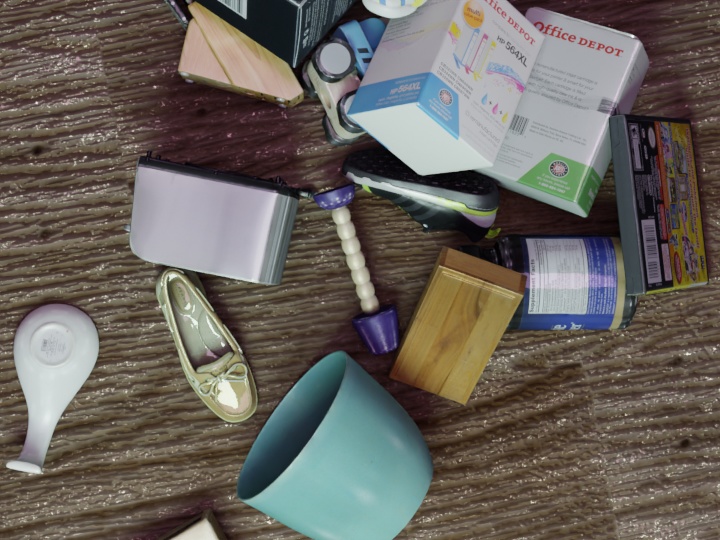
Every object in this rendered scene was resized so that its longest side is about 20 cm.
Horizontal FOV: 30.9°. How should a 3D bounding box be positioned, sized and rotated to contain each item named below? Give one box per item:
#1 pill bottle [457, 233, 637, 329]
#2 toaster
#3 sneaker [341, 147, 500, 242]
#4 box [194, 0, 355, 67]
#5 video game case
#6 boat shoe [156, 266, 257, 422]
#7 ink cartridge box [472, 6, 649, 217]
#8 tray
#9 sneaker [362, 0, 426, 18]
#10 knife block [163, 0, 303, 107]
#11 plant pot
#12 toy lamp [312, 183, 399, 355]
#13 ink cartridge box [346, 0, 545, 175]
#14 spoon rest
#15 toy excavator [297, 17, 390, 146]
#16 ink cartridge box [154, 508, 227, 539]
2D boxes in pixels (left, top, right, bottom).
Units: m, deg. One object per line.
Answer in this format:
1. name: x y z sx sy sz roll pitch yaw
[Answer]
1. pill bottle: 0.213 0.013 1.514 0.199 0.112 0.112 0 89 -2
2. toaster: -0.156 -0.057 1.469 0.199 0.181 0.119 11 92 -1
3. sneaker: 0.068 -0.080 1.529 0.199 0.072 0.083 18 126 15
4. box: -0.089 -0.370 1.440 0.200 0.124 0.197 35 67 10
5. video game case: 0.345 -0.077 1.501 0.025 0.180 0.201 -7 89 38
6. boat shoe: -0.180 0.088 1.517 0.073 0.063 0.201 -23 95 -4
7. ink cartridge box: 0.230 -0.184 1.509 0.146 0.084 0.201 23 88 23
8. tray: 0.107 0.067 1.480 0.098 0.200 0.037 19 44 -2
9. sneaker: 0.059 -0.362 1.406 0.075 0.105 0.200 20 50 12
10. knife block: -0.145 -0.299 1.527 0.199 0.064 0.176 15 89 -2
11. plant pot: -0.016 0.218 1.467 0.161 0.201 0.201 38 88 -14
12. toy lamp: 0.000 0.000 1.526 0.058 0.058 0.201 -17 98 -3
13. ink cartridge box: 0.100 -0.227 1.450 0.128 0.125 0.201 35 69 -32
14. spoon rest: -0.368 0.137 1.523 0.099 0.061 0.201 12 75 -3
15. toy excavator: 0.025 -0.267 1.531 0.199 0.100 0.195 -25 89 -16
16. ink cartridge box: -0.199 0.406 1.510 0.164 0.075 0.201 -30 91 -4
